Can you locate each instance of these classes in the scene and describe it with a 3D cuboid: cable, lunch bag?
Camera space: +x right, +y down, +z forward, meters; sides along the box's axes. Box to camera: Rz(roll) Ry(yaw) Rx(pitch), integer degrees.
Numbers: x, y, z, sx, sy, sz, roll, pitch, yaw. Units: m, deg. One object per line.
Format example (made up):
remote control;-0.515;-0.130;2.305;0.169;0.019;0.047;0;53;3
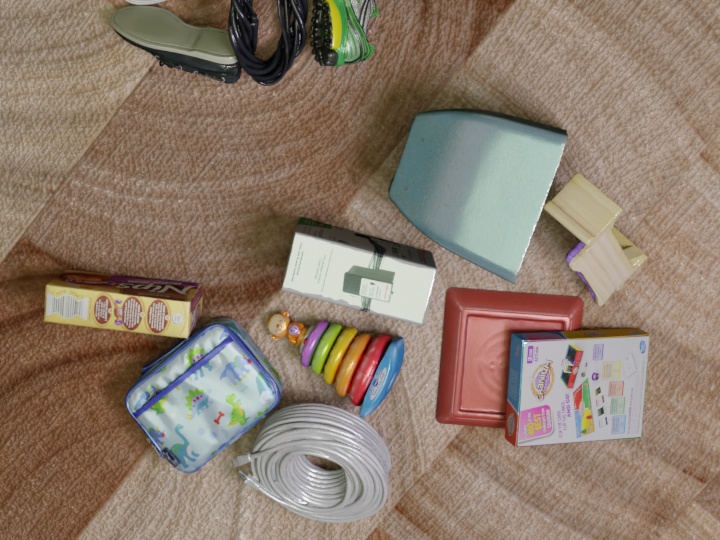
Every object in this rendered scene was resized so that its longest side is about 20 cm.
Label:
cable;-0.121;-0.339;1.593;0.050;0.163;0.203;10;110;21
lunch bag;-0.223;0.174;1.732;0.199;0.082;0.161;-36;95;6
cable;-0.054;0.272;1.716;0.200;0.070;0.199;41;128;-19

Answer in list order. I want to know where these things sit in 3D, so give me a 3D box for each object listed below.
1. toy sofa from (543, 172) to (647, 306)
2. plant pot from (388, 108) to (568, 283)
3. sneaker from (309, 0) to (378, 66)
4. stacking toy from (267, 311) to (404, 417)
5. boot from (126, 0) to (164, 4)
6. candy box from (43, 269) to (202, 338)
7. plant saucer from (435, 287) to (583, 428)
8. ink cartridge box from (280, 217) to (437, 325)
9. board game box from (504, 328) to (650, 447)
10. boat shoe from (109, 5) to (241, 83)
toy sofa;0.303;-0.037;1.616;0.098;0.200;0.083;-46;61;3
plant pot;0.148;-0.121;1.617;0.198;0.196;0.198;20;101;6
sneaker;-0.022;-0.374;1.635;0.084;0.078;0.203;-4;97;-30
stacking toy;-0.043;0.111;1.715;0.198;0.110;0.117;27;97;8
boot;-0.235;-0.409;1.612;0.198;0.090;0.074;-22;98;5
candy box;-0.324;0.045;1.689;0.197;0.117;0.057;5;101;1
plant saucer;0.212;0.133;1.737;0.197;0.037;0.203;4;100;0
ink cartridge box;0.000;0.000;1.660;0.197;0.147;0.084;15;100;-3
board game box;0.302;0.162;1.706;0.197;0.040;0.155;-1;102;-18
boat shoe;-0.245;-0.299;1.646;0.197;0.075;0.067;14;142;11
